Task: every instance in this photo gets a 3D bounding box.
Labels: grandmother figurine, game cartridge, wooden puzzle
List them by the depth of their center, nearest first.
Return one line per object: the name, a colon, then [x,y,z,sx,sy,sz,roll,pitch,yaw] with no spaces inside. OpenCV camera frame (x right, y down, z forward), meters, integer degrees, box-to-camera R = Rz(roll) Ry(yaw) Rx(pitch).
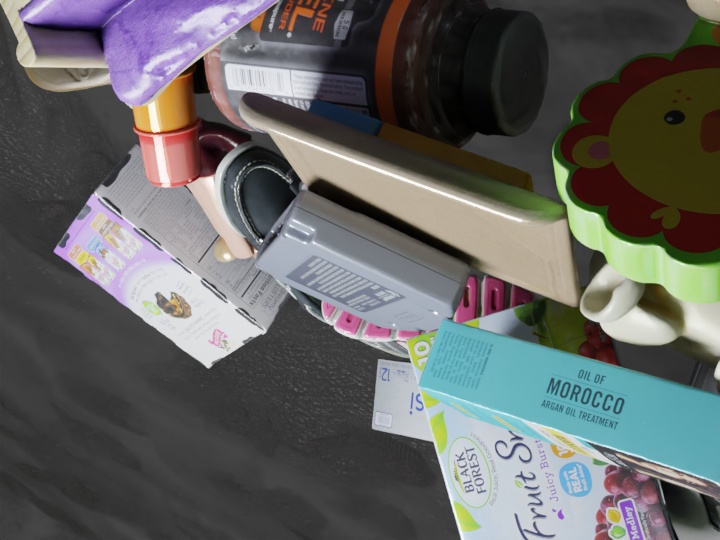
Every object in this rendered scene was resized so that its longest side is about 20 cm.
wooden puzzle: [0.041,-0.043,0.651,0.185,0.037,0.200,22,173,19]
game cartridge: [0.000,0.000,0.772,0.133,0.042,0.200,21,170,-9]
grandmother figurine: [-0.128,-0.088,0.921,0.121,0.061,0.200,-11,135,22]

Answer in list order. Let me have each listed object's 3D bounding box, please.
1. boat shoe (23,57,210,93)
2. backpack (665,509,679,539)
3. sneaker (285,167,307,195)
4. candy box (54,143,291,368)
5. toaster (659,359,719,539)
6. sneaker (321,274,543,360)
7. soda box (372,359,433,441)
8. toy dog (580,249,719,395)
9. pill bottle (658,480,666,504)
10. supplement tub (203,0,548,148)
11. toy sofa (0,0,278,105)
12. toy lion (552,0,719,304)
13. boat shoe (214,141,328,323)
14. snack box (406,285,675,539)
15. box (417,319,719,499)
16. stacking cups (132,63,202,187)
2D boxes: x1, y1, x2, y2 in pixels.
boat shoe: [-0.147,-0.168,0.814,0.199,0.065,0.073,3,111,16]
backpack: [0.203,0.272,1.062,0.176,0.154,0.200,40,157,-25]
sneaker: [0.012,-0.065,0.801,0.140,0.078,0.200,44,148,-22]
candy box: [-0.179,-0.006,1.079,0.200,0.072,0.168,39,150,-12]
toaster: [0.315,0.149,0.796,0.200,0.119,0.181,9,142,36]
sneaker: [0.072,0.041,0.915,0.199,0.074,0.087,8,173,11]
soda box: [0.100,0.113,0.912,0.068,0.064,0.200,8,177,-41]
toy dog: [0.240,0.030,0.673,0.200,0.140,0.194,31,163,2]
pill bottle: [0.186,0.152,0.938,0.200,0.104,0.104,-6,133,48]
supplement tub: [0.010,-0.128,0.681,0.200,0.107,0.107,11,145,31]
toy sofa: [-0.105,-0.176,0.630,0.200,0.083,0.098,-27,86,27]
toy lion: [0.198,-0.062,0.512,0.200,0.192,0.069,15,147,27]
boat shoe: [-0.050,-0.027,0.915,0.060,0.076,0.200,40,172,40]
snack box: [0.128,0.126,0.791,0.142,0.200,0.053,-18,173,13]
box: [0.142,0.086,0.687,0.200,0.049,0.082,15,168,34]
stacking cups: [-0.135,-0.156,0.752,0.060,0.060,0.200,14,124,29]
